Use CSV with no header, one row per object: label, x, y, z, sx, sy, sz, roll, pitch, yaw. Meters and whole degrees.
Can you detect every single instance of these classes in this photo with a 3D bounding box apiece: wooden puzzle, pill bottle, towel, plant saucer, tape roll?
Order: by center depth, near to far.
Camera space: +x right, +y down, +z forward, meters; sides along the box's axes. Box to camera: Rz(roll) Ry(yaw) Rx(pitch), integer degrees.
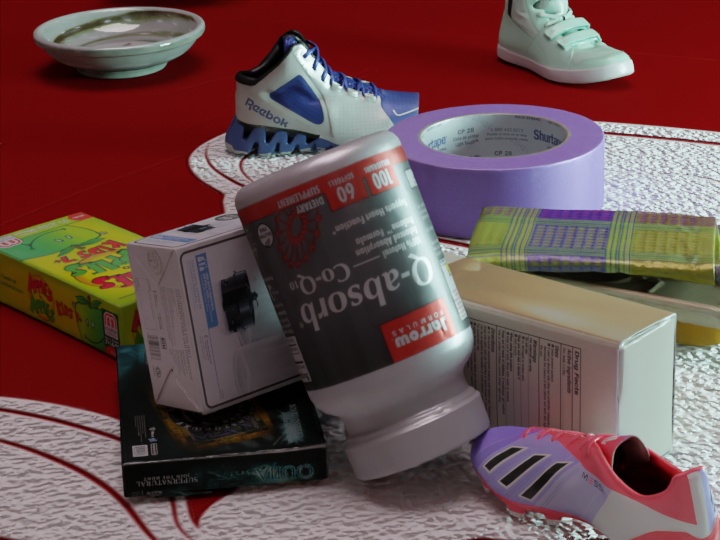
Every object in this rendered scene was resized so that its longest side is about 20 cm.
pill bottle,0.005,0.022,1.238,0.115,0.202,0.116,-22,2,1
towel,0.184,-0.019,1.478,0.198,0.023,0.144,3,18,9
wooden puzzle,0.236,0.011,1.499,0.184,0.047,0.200,11,20,30
tape roll,0.120,-0.092,1.743,0.198,0.066,0.200,-2,22,1
plant saucer,-0.277,-0.259,2.237,0.198,0.051,0.200,-3,21,1

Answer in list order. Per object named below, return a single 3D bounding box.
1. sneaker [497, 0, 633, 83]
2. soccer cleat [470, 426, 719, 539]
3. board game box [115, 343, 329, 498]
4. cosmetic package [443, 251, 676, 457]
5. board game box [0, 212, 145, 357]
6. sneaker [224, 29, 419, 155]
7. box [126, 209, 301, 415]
sneaker,0.223,-0.277,2.140,0.073,0.119,0.200,-15,26,-35
soccer cleat,0.140,0.122,1.166,0.066,0.077,0.199,-15,25,-31
board game box,-0.099,0.095,1.326,0.134,0.028,0.200,-4,21,-6
cosmetic package,0.109,0.062,1.290,0.199,0.106,0.071,17,28,38
board game box,-0.205,0.010,1.533,0.101,0.048,0.199,-19,27,-38
sneaker,-0.038,-0.179,1.913,0.197,0.116,0.081,-4,22,-5
box,-0.054,0.013,1.323,0.199,0.118,0.060,-17,14,-38
